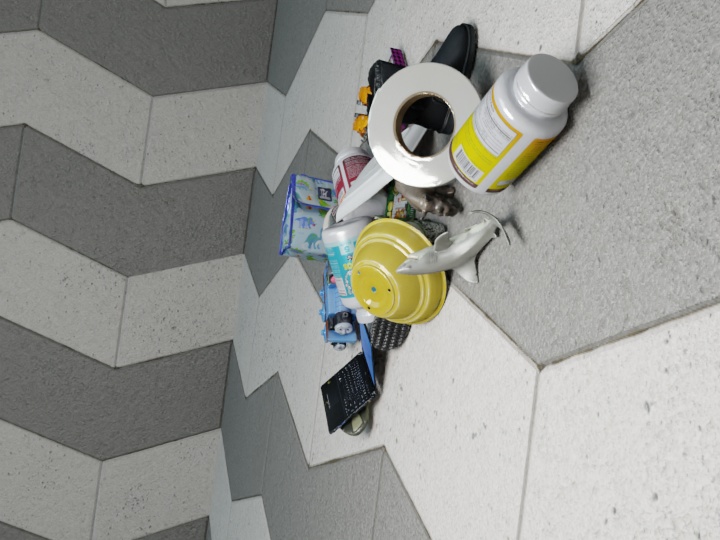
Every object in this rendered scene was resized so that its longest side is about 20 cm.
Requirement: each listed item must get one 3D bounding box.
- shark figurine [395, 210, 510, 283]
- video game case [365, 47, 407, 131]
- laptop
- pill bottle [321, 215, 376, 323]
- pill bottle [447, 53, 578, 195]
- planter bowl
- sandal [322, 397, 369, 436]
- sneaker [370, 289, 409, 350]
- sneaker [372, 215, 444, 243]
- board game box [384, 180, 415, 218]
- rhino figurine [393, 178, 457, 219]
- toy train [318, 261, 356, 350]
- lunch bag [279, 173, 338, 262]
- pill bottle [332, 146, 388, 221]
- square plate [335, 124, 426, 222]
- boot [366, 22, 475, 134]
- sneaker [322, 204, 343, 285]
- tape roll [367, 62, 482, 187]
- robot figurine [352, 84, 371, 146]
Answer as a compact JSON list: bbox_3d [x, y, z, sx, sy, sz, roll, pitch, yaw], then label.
[{"bbox_3d":[0.171,-0.027,1.102,0.214,0.127,0.090,-30,78,46],"label":"shark figurine"},{"bbox_3d":[0.064,-0.361,1.576,0.182,0.035,0.201,115,155,-44],"label":"video game case"},{"bbox_3d":[-0.032,0.203,1.486,0.200,0.103,0.178,-42,23,10],"label":"laptop"},{"bbox_3d":[0.000,0.000,1.423,0.111,0.110,0.202,-166,57,-71],"label":"pill bottle"},{"bbox_3d":[0.207,-0.198,0.972,0.200,0.108,0.110,129,144,-56],"label":"pill bottle"},{"bbox_3d":[0.043,0.019,1.232,0.199,0.083,0.202,21,125,33],"label":"planter bowl"},{"bbox_3d":[-0.022,0.294,1.529,0.080,0.057,0.201,-45,23,-2],"label":"sandal"},{"bbox_3d":[0.069,0.056,1.366,0.090,0.069,0.202,-70,-8,-66],"label":"sneaker"},{"bbox_3d":[0.089,-0.069,1.312,0.200,0.088,0.078,25,130,61],"label":"sneaker"},{"bbox_3d":[0.078,-0.105,1.440,0.105,0.023,0.203,180,98,-68],"label":"board game box"},{"bbox_3d":[0.115,-0.132,1.248,0.200,0.086,0.060,-116,38,-59],"label":"rhino figurine"},{"bbox_3d":[-0.049,0.079,1.629,0.115,0.086,0.202,107,162,-54],"label":"toy train"},{"bbox_3d":[-0.103,-0.131,1.765,0.127,0.168,0.202,150,128,-67],"label":"lunch bag"},{"bbox_3d":[-0.002,-0.188,1.581,0.201,0.112,0.114,-104,29,-49],"label":"pill bottle"},{"bbox_3d":[0.040,-0.200,1.386,0.198,0.028,0.201,-34,19,49],"label":"square plate"},{"bbox_3d":[0.103,-0.348,1.251,0.076,0.166,0.202,-132,53,-66],"label":"boot"},{"bbox_3d":[-0.029,-0.062,1.556,0.075,0.080,0.202,-44,43,42],"label":"sneaker"},{"bbox_3d":[0.109,-0.238,1.170,0.037,0.201,0.205,-17,-60,-68],"label":"tape roll"},{"bbox_3d":[0.032,-0.340,1.513,0.200,0.058,0.147,-137,56,-69],"label":"robot figurine"}]
